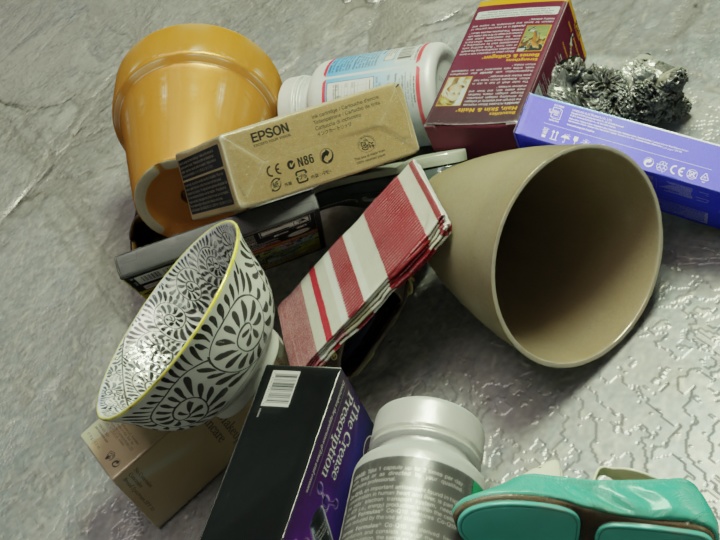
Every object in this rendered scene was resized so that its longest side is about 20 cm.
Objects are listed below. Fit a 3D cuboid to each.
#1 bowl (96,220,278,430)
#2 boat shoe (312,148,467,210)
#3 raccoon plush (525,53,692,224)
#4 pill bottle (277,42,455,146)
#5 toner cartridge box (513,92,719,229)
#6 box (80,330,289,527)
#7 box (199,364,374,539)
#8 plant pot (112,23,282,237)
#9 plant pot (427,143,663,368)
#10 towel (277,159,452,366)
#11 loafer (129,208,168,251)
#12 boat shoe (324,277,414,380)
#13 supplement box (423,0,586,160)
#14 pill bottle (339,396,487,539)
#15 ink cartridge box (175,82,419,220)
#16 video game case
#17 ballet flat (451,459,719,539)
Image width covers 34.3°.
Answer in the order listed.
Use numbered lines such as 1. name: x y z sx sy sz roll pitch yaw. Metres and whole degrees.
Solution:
1. bowl: -0.132 0.066 1.007 0.201 0.094 0.202 -44 23 23
2. boat shoe: 0.027 -0.078 1.221 0.198 0.063 0.073 -11 7 32
3. raccoon plush: 0.251 -0.126 1.157 0.132 0.097 0.203 10 84 20
4. pill bottle: 0.011 -0.187 1.307 0.197 0.109 0.110 -3 48 27
5. toner cartridge box: 0.242 -0.098 1.053 0.198 0.095 0.044 19 80 20
6. box: -0.153 0.133 1.109 0.200 0.095 0.078 -42 45 -11
7. box: -0.050 0.200 0.949 0.078 0.142 0.202 1 51 24
8. plant pot: -0.185 -0.139 1.309 0.197 0.201 0.185 -17 45 14
9. plant pot: 0.137 -0.033 1.055 0.187 0.188 0.199 -43 29 -14
10. towel: 0.000 0.000 1.065 0.200 0.023 0.144 -47 25 13
11. loafer: -0.231 -0.042 1.335 0.072 0.073 0.201 -28 41 5
12. boat shoe: 0.018 0.020 1.133 0.059 0.072 0.201 20 67 45
13. supplement box: 0.158 -0.194 1.246 0.109 0.086 0.202 2 51 31
14. pill bottle: 0.040 0.207 0.911 0.112 0.114 0.202 -7 48 24
15. ink cartridge box: -0.067 -0.116 1.158 0.198 0.076 0.164 -20 8 -24
16. video game case: -0.133 -0.019 1.171 0.197 0.181 0.026 -20 80 -3
17. ballet flat: 0.166 0.178 0.874 0.197 0.068 0.071 5 36 2
